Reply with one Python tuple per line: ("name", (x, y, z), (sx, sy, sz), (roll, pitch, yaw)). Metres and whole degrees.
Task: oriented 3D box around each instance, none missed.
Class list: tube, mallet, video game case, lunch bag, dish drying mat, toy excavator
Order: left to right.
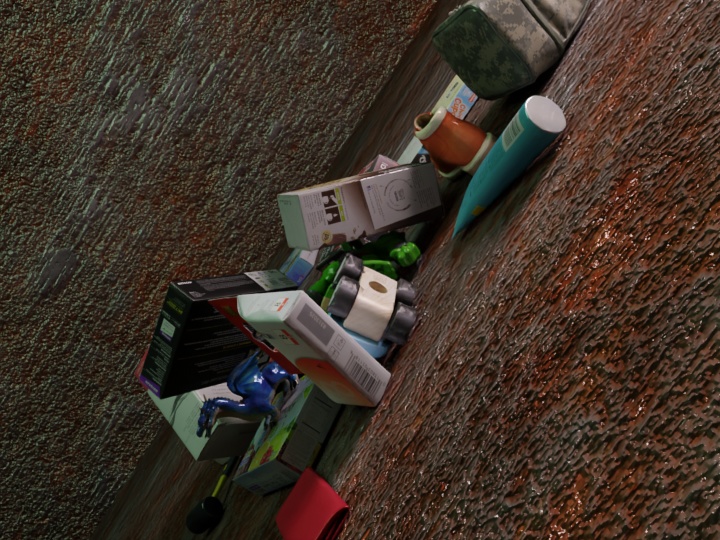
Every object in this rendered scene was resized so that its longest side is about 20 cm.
("mallet", (-0.238, 0.361, 1.467), (0.066, 0.041, 0.200), (-49, 9, 26))
("video game case", (-0.172, 0.008, 2.178), (0.200, 0.045, 0.182), (-53, 12, 25))
("dish drying mat", (-0.055, 0.263, 0.935), (0.077, 0.018, 0.200), (-58, 9, -9))
("toy excavator", (-0.014, 0.081, 1.104), (0.195, 0.100, 0.201), (-78, 14, -66))
("tube", (0.158, -0.116, 0.994), (0.078, 0.050, 0.200), (-60, 5, -38))
("lunch bag", (0.211, -0.338, 1.173), (0.168, 0.139, 0.200), (-42, 8, -9))

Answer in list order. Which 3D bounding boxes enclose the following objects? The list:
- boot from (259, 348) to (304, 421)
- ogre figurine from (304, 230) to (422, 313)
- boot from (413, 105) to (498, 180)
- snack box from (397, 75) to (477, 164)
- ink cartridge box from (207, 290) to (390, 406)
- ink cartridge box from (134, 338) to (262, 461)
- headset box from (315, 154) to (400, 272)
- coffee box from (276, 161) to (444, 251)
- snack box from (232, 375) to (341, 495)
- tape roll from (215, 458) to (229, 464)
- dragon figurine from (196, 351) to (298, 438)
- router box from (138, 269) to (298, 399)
("boot", (-0.139, 0.147, 1.357), (0.144, 0.073, 0.200), (0, 44, 38))
("ogre figurine", (0.000, 0.000, 1.223), (0.200, 0.098, 0.120), (-49, 8, 26))
("boot", (0.118, -0.183, 1.208), (0.075, 0.107, 0.200), (-59, 9, -2))
("snack box", (0.134, -0.246, 1.506), (0.200, 0.037, 0.116), (-56, 12, 13))
("ink cartridge box", (-0.085, 0.092, 1.012), (0.199, 0.162, 0.050), (-9, 44, 48))
("ink cartridge box", (-0.241, 0.200, 1.379), (0.145, 0.200, 0.084), (7, -57, -54))
("headset box", (0.011, -0.090, 1.454), (0.201, 0.075, 0.149), (-69, 14, -19))
("coffee box", (0.000, -0.089, 1.197), (0.199, 0.080, 0.113), (-15, 9, -17))
("snack box", (-0.093, 0.215, 1.158), (0.143, 0.053, 0.200), (-61, 11, -30))
("tape roll", (-0.229, 0.274, 1.671), (0.203, 0.037, 0.203), (-56, 10, 15))
("dragon figurine", (-0.140, 0.145, 1.155), (0.201, 0.099, 0.059), (-59, 10, -20))
("router box", (-0.185, 0.080, 1.159), (0.200, 0.051, 0.150), (-7, -55, -54))
